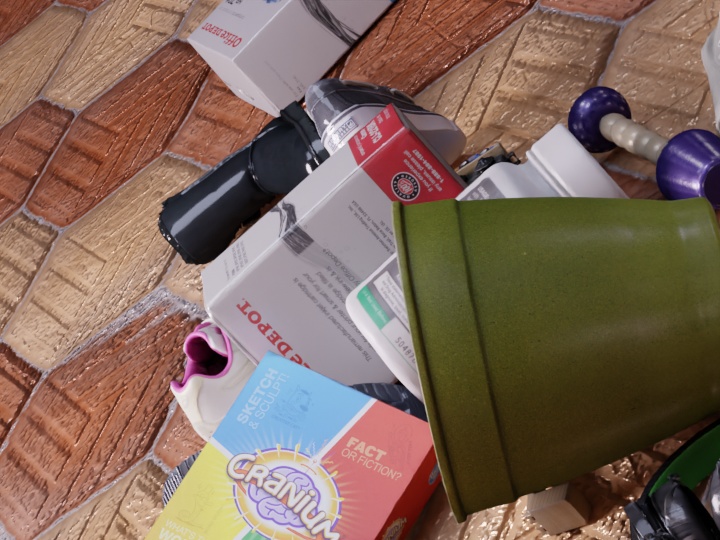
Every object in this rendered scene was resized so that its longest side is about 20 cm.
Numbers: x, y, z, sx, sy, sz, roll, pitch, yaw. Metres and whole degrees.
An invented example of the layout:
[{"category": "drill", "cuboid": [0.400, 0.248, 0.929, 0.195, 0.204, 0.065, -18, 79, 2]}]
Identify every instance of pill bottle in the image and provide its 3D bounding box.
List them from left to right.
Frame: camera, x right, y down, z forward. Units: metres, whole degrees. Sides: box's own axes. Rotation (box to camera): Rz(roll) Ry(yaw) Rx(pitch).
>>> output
[{"category": "pill bottle", "cuboid": [0.097, -0.002, 1.581, 0.200, 0.113, 0.113, -42, 26, 6]}]

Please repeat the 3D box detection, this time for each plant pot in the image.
[{"category": "plant pot", "cuboid": [0.133, 0.036, 1.378, 0.192, 0.201, 0.201, -12, 32, 4]}]

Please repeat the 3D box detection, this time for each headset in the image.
[{"category": "headset", "cuboid": [0.198, 0.130, 1.268, 0.123, 0.094, 0.200, -29, 19, 29]}]

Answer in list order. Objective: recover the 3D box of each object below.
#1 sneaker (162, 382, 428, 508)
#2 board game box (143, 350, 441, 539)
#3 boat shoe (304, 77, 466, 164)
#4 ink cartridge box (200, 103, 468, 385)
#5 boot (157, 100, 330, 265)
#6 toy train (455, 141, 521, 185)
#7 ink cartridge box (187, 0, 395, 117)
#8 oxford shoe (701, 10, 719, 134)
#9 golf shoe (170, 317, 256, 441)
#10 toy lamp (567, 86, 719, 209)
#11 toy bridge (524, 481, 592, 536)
[{"category": "sneaker", "cuboid": [-0.041, 0.139, 1.629, 0.199, 0.082, 0.070, -19, 65, 5]}, {"category": "board game box", "cuboid": [-0.051, 0.169, 1.536, 0.153, 0.040, 0.200, 22, 68, 27]}, {"category": "boat shoe", "cuboid": [0.017, -0.114, 1.782, 0.072, 0.200, 0.068, -44, 68, 20]}, {"category": "ink cartridge box", "cuboid": [0.000, 0.000, 1.673, 0.200, 0.144, 0.084, -41, 18, 6]}, {"category": "boot", "cuboid": [-0.093, -0.063, 1.976, 0.168, 0.076, 0.200, -40, 19, 1]}, {"category": "toy train", "cuboid": [0.048, -0.044, 1.805, 0.200, 0.034, 0.046, -32, 16, 25]}, {"category": "ink cartridge box", "cuboid": [-0.056, -0.258, 2.201, 0.200, 0.086, 0.146, -46, 26, -6]}, {"category": "oxford shoe", "cuboid": [0.272, -0.113, 1.556, 0.200, 0.075, 0.058, -88, 23, -49]}, {"category": "golf shoe", "cuboid": [-0.088, 0.055, 1.788, 0.075, 0.092, 0.200, -25, 31, 37]}, {"category": "toy lamp", "cuboid": [0.210, -0.085, 1.606, 0.058, 0.058, 0.200, -46, 24, -4]}, {"category": "toy bridge", "cuboid": [0.134, 0.091, 1.490, 0.067, 0.027, 0.200, -24, 34, 36]}]
